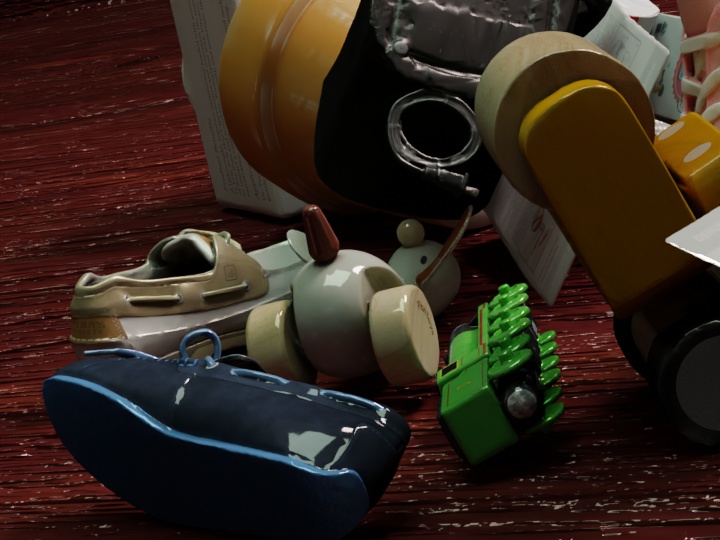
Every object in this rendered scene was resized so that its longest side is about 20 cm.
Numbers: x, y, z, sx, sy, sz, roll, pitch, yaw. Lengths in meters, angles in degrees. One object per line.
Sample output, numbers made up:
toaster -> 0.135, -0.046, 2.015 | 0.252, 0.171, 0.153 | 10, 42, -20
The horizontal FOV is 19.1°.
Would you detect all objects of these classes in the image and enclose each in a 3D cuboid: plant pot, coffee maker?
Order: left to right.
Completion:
plant pot -> 0.034, -0.116, 1.444 | 0.199, 0.201, 0.183 | -19, 31, -26
coffee maker -> 0.036, -0.107, 1.221 | 0.192, 0.134, 0.200 | -56, -4, -23

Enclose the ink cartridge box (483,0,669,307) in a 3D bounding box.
ink cartridge box -> 0.134, -0.079, 1.252 | 0.047, 0.161, 0.200 | 18, 17, -18

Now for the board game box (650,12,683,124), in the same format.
board game box -> 0.248, -0.094, 1.245 | 0.147, 0.065, 0.200 | 17, 6, -19

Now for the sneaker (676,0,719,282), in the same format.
sneaker -> 0.177, -0.060, 1.039 | 0.104, 0.201, 0.075 | -27, 5, -6

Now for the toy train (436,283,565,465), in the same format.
toy train -> 0.064, 0.047, 1.017 | 0.056, 0.042, 0.200 | -31, 7, 8

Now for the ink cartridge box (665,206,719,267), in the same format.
ink cartridge box -> 0.238, 0.019, 0.816 | 0.199, 0.057, 0.162 | 22, 33, 34

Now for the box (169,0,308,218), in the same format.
box -> -0.021, -0.163, 1.613 | 0.199, 0.200, 0.131 | -19, 15, -24

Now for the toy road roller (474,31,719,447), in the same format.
toy road roller -> 0.155, -0.035, 0.945 | 0.146, 0.200, 0.123 | -34, 12, 4

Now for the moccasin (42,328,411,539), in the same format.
moccasin -> -0.059, 0.076, 0.961 | 0.199, 0.081, 0.068 | 16, 43, 39

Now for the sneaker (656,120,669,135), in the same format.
sneaker -> 0.173, -0.068, 1.379 | 0.082, 0.074, 0.200 | -41, 4, 30

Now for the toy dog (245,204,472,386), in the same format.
toy dog -> 0.000, 0.000, 1.133 | 0.131, 0.097, 0.200 | -12, 10, -2

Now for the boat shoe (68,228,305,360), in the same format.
boat shoe -> -0.089, 0.010, 1.250 | 0.074, 0.069, 0.200 | -2, 17, 37
